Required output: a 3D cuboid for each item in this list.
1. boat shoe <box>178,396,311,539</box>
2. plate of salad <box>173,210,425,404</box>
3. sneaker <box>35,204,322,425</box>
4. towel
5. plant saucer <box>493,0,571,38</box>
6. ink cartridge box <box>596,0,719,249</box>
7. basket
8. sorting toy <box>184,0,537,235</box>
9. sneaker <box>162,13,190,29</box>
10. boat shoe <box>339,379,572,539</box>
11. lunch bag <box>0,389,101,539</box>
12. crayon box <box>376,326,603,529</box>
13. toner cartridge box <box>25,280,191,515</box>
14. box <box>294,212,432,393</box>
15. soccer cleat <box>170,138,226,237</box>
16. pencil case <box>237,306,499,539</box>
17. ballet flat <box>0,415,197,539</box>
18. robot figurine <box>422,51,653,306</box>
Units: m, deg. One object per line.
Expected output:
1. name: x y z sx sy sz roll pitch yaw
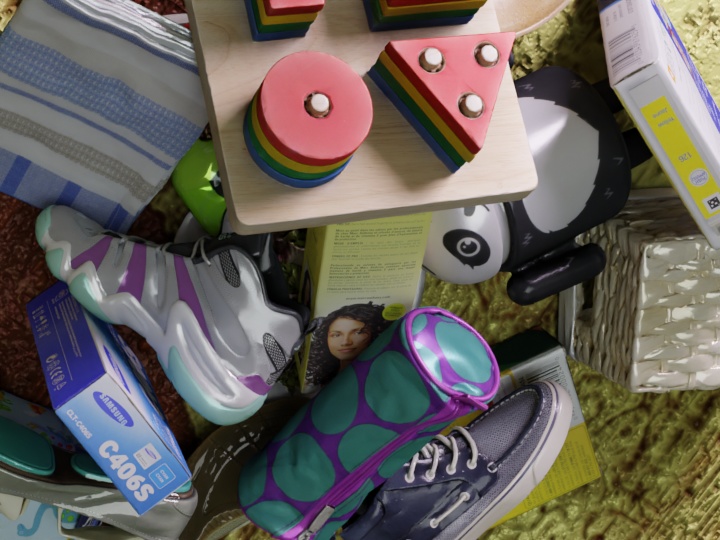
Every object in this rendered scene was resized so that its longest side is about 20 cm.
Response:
1. boat shoe: -0.106 0.167 1.151 0.201 0.063 0.073 -41 88 -5
2. plate of salad: -0.044 0.011 1.118 0.199 0.048 0.201 -6 110 -15
3. sneaker: -0.112 -0.009 1.022 0.200 0.078 0.140 42 101 1
4. towel: -0.179 -0.102 0.994 0.147 0.024 0.200 25 135 -21
5. plant saucer: 0.090 -0.260 1.054 0.200 0.035 0.201 -13 117 -26
6. ink cartridge box: 0.234 -0.103 1.083 0.047 0.198 0.200 -26 115 17
7. basket: 0.268 0.015 1.171 0.199 0.123 0.136 -3 109 -15
8. sorting toy: 0.005 -0.137 0.931 0.199 0.070 0.199 -8 76 -20
9. sneaker: -0.069 -0.150 1.034 0.199 0.085 0.077 -22 115 -8
10. boat shoe: 0.065 0.147 1.126 0.093 0.075 0.200 37 95 -31
11. lunch bag: -0.290 0.163 1.081 0.200 0.082 0.161 25 103 -21
12. crayon box: 0.080 0.143 1.198 0.199 0.051 0.127 -23 113 -9
13. toner cartridge box: -0.173 0.077 1.019 0.043 0.200 0.095 -36 115 -3
14. box: 0.000 0.000 1.034 0.075 0.050 0.200 -4 135 -12
15. soccer cleat: -0.036 -0.092 1.067 0.200 0.068 0.081 -27 96 -5
16. pencil case: 0.004 0.112 1.047 0.085 0.093 0.200 25 124 -31
17. ballet flat: -0.208 0.146 1.019 0.199 0.067 0.064 19 104 -19
18. robot figurine: 0.113 -0.071 1.085 0.200 0.150 0.125 -26 143 -17
